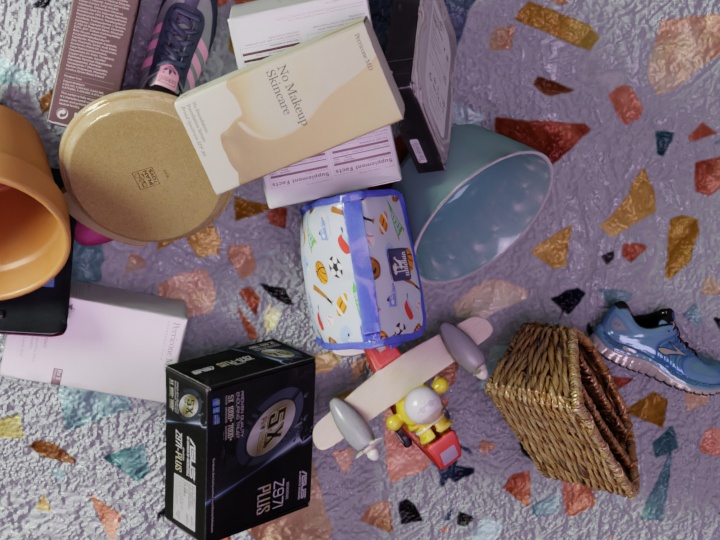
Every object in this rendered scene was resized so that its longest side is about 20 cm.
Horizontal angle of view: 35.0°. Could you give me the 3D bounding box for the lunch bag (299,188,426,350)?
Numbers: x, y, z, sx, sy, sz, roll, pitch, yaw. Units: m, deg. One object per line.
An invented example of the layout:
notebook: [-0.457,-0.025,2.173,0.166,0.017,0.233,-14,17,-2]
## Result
lunch bag: [0.000,0.000,1.252,0.124,0.200,0.170,-9,90,-4]

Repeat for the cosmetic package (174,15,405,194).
cosmetic package: [-0.066,-0.161,1.110,0.200,0.071,0.105,-22,105,10]

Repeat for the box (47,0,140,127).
box: [-0.282,-0.257,1.240,0.075,0.100,0.200,11,105,-13]

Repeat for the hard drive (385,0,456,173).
hard drive: [0.068,-0.225,1.241,0.038,0.200,0.140,-6,144,18]

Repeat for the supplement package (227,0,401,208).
supplement package: [-0.051,-0.197,1.243,0.147,0.191,0.200,-12,108,-1]

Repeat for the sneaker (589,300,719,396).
sneaker: [0.397,0.098,1.468,0.200,0.078,0.090,20,99,-15]

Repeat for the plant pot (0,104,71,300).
plant pot: [-0.402,-0.080,1.184,0.200,0.140,0.200,-7,141,-5]

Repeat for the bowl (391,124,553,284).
bowl: [0.114,-0.091,1.326,0.201,0.105,0.201,-27,148,-19]

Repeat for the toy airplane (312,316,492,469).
toy airplane: [0.056,0.139,1.387,0.199,0.141,0.200,13,95,-18]

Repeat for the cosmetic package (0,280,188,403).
cosmetic package: [-0.310,0.079,1.342,0.200,0.081,0.113,10,102,-11]

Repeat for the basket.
basket: [0.276,0.162,1.400,0.143,0.149,0.200,-52,125,-26]

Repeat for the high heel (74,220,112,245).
high heel: [-0.243,-0.082,1.298,0.200,0.096,0.067,-29,109,0]

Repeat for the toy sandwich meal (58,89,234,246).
toy sandwich meal: [-0.227,-0.112,1.218,0.205,0.070,0.205,-1,126,-1]

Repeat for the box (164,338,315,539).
box: [-0.144,0.201,1.365,0.164,0.086,0.200,-11,111,-43]

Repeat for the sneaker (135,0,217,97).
sneaker: [-0.205,-0.232,1.267,0.070,0.082,0.200,15,103,-13]

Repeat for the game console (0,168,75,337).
game console: [-0.410,-0.026,1.269,0.177,0.031,0.200,3,72,-9]
